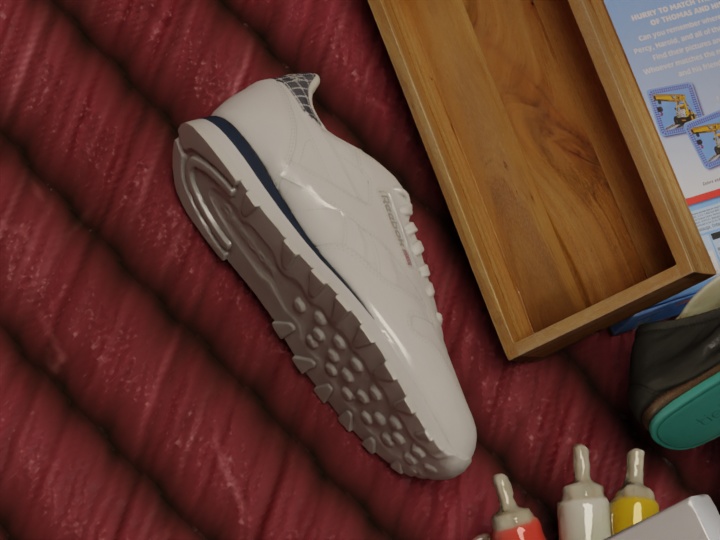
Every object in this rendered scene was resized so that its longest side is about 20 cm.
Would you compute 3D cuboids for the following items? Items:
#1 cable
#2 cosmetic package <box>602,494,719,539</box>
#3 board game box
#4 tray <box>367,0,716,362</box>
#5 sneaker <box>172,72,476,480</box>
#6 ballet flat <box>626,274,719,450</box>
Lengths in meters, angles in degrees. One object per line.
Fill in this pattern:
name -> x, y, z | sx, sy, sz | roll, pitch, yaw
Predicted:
cable -> 0.099, 0.179, 1.055 | 0.096, 0.050, 0.201 | -9, 74, -11
cosmetic package -> 0.120, 0.216, 1.007 | 0.150, 0.052, 0.201 | -29, 79, 15
board game box -> 0.153, -0.085, 1.168 | 0.150, 0.037, 0.201 | -16, 76, -19
tray -> 0.080, -0.070, 1.115 | 0.098, 0.037, 0.201 | -27, 76, 24
sneaker -> 0.000, 0.000, 1.083 | 0.080, 0.076, 0.201 | -29, 82, -31
ballet flat -> 0.202, 0.011, 1.060 | 0.199, 0.068, 0.069 | -24, 52, 22
